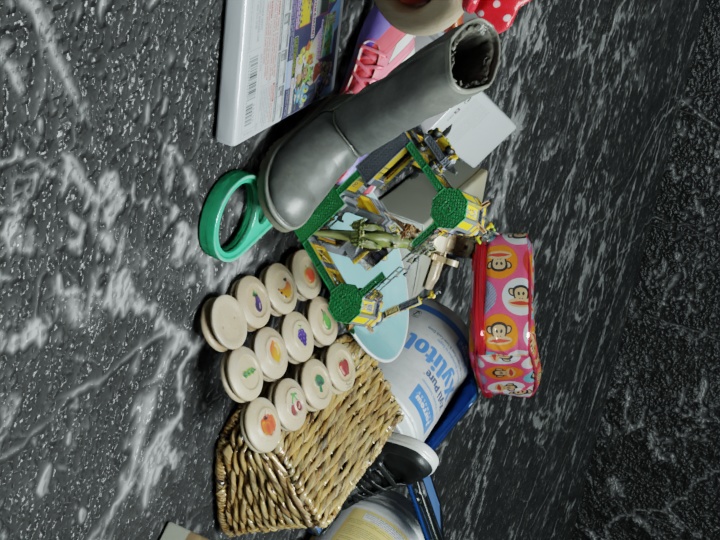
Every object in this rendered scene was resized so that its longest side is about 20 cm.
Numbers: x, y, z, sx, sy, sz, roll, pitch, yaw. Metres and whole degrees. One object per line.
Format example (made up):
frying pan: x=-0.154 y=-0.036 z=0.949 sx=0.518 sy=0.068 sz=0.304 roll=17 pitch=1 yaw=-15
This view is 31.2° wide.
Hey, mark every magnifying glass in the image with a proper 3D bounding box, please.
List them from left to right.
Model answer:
magnifying glass: x=-0.088 y=-0.054 z=1.177 sx=0.200 sy=0.022 sz=0.080 roll=-18 pitch=124 yaw=-67

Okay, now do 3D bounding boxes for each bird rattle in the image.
bird rattle: x=0.070 y=-0.283 z=1.155 sx=0.112 sy=0.201 sz=0.163 roll=-24 pitch=165 yaw=-41

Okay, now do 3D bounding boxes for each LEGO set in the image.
LEGO set: x=0.039 y=-0.038 z=1.210 sx=0.200 sy=0.154 sz=0.116 roll=-49 pitch=152 yaw=15

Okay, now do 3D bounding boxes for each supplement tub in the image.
supplement tub: x=-0.007 y=0.377 z=1.592 sx=0.200 sy=0.144 sz=0.146 roll=-46 pitch=149 yaw=-48
supplement tub: x=0.042 y=0.135 z=1.526 sx=0.200 sy=0.131 sz=0.133 roll=-51 pitch=152 yaw=-45

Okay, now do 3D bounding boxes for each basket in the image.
basket: x=-0.076 y=0.161 z=1.340 sx=0.143 sy=0.148 sz=0.200 roll=61 pitch=41 yaw=-18

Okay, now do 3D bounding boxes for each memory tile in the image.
memory tile: x=-0.072 y=0.071 z=1.222 sx=0.200 sy=0.017 sz=0.154 roll=-32 pitch=105 yaw=-57

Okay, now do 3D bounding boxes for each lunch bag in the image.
lunch bag: x=0.173 y=0.042 z=1.522 sx=0.200 sy=0.081 sz=0.177 roll=74 pitch=19 yaw=-62

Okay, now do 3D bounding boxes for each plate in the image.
plate: x=0.000 y=0.000 z=1.356 sx=0.200 sy=0.025 sz=0.202 roll=44 pitch=38 yaw=-50

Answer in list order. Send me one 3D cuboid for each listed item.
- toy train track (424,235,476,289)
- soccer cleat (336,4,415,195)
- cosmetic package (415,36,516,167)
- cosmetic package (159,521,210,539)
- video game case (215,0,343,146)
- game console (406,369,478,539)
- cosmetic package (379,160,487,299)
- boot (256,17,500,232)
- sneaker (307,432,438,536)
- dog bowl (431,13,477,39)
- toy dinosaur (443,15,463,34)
toy train track: x=0.121 y=-0.027 z=1.520 sx=0.200 sy=0.032 sz=0.116 roll=8 pitch=100 yaw=-71
soccer cleat: x=0.001 y=-0.166 z=1.256 sx=0.076 sy=0.066 sz=0.202 roll=4 pitch=103 yaw=-55
cosmetic package: x=0.091 y=-0.185 z=1.389 sx=0.071 sy=0.102 sz=0.200 roll=-44 pitch=162 yaw=10
cosmetic package: x=-0.098 y=0.315 z=1.217 sx=0.071 sy=0.199 sz=0.105 roll=-64 pitch=159 yaw=-17
video game case: x=-0.062 y=-0.225 z=1.092 sx=0.182 sy=0.023 sz=0.201 roll=-40 pitch=142 yaw=-55
game console: x=0.113 y=0.228 z=1.589 sx=0.200 sy=0.117 sz=0.172 roll=-68 pitch=139 yaw=-82
cosmetic package: x=0.076 y=-0.054 z=1.534 sx=0.200 sy=0.073 sz=0.104 roll=-42 pitch=146 yaw=-55
boot: x=0.016 y=-0.124 z=1.110 sx=0.073 sy=0.199 sz=0.183 roll=48 pitch=49 yaw=-29
sneaker: x=-0.009 y=0.240 z=1.405 sx=0.073 sy=0.199 sz=0.112 roll=50 pitch=52 yaw=-27
dog bowl: x=0.109 y=-0.335 z=1.388 sx=0.200 sy=0.058 sz=0.201 roll=-53 pitch=154 yaw=-40
toy dinosaur: x=0.111 y=-0.318 z=1.217 sx=0.182 sy=0.104 sz=0.201 roll=113 pitch=-31 yaw=-59
